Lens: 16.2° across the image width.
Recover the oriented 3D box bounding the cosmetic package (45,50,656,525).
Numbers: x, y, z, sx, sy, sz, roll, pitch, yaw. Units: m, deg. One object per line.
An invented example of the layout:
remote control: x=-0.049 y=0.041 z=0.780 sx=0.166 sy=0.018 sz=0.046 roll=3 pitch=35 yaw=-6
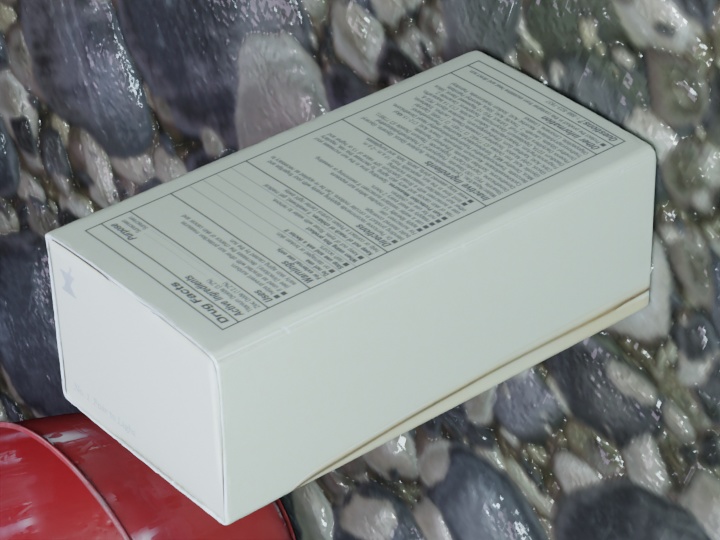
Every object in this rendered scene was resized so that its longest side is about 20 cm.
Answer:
cosmetic package: x=0.000 y=0.000 z=0.896 sx=0.103 sy=0.199 sz=0.073 roll=34 pitch=138 yaw=41

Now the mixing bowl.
mixing bowl: x=-0.100 y=0.146 z=1.240 sx=0.200 sy=0.108 sz=0.201 roll=35 pitch=138 yaw=39
